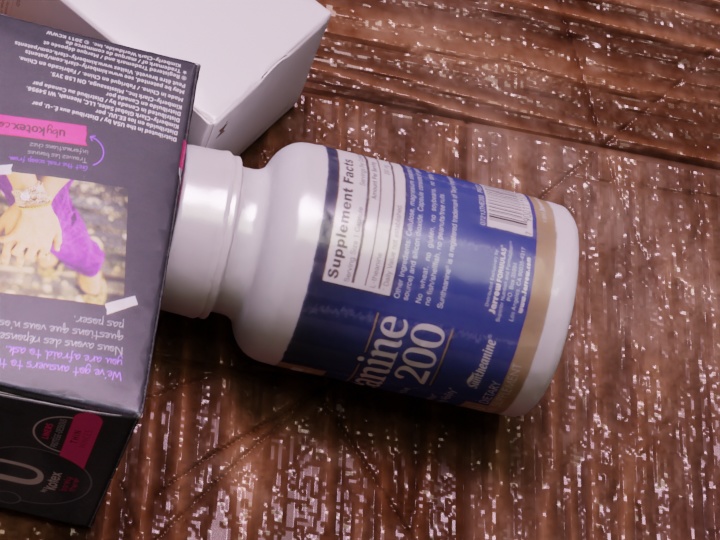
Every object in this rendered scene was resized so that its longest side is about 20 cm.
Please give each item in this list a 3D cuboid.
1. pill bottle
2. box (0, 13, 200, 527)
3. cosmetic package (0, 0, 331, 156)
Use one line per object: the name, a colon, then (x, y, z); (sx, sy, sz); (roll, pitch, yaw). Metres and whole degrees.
pill bottle: (0.000, 0.000, 1.110); (0.198, 0.111, 0.112); (13, 56, -10)
box: (-0.149, 0.000, 1.054); (0.105, 0.122, 0.201); (14, 57, -10)
cosmetic package: (-0.128, -0.144, 1.173); (0.200, 0.085, 0.108); (41, 56, 8)
